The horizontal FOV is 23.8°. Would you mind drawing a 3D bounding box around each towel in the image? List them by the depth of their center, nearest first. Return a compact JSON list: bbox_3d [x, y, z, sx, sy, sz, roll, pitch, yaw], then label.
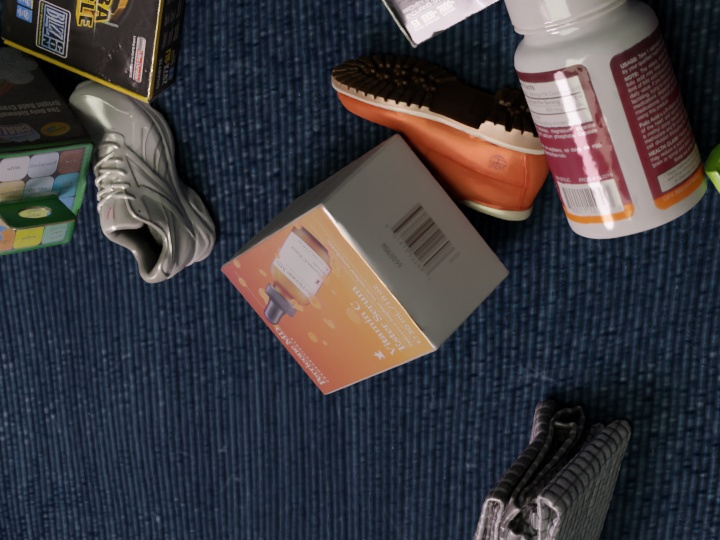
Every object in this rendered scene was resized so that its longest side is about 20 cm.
[{"bbox_3d":[0.151,0.229,1.505,0.085,0.166,0.201,24,127,21],"label":"towel"}]

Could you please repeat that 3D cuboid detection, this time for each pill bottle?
[{"bbox_3d":[0.183,-0.136,1.299,0.114,0.114,0.201,-9,112,32],"label":"pill bottle"}]

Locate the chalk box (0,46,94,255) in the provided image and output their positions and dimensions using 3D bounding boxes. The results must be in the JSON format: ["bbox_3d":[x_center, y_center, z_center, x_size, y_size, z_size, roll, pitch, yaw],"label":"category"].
[{"bbox_3d":[-0.325,-0.094,1.540,0.200,0.124,0.124,53,137,35],"label":"chalk box"}]

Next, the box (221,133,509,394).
[{"bbox_3d":[0.000,0.000,1.447,0.152,0.106,0.200,50,148,-7],"label":"box"}]

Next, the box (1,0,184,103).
[{"bbox_3d":[-0.230,-0.266,1.486,0.159,0.049,0.200,25,127,16],"label":"box"}]

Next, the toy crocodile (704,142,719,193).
[{"bbox_3d":[0.350,-0.104,1.263,0.200,0.062,0.068,-14,111,33],"label":"toy crocodile"}]

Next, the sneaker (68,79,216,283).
[{"bbox_3d":[-0.209,-0.078,1.553,0.078,0.099,0.200,-22,106,36],"label":"sneaker"}]

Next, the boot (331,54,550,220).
[{"bbox_3d":[0.063,-0.108,1.411,0.199,0.075,0.107,22,131,14],"label":"boot"}]

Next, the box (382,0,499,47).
[{"bbox_3d":[0.120,-0.264,1.226,0.200,0.164,0.086,-24,105,37],"label":"box"}]
